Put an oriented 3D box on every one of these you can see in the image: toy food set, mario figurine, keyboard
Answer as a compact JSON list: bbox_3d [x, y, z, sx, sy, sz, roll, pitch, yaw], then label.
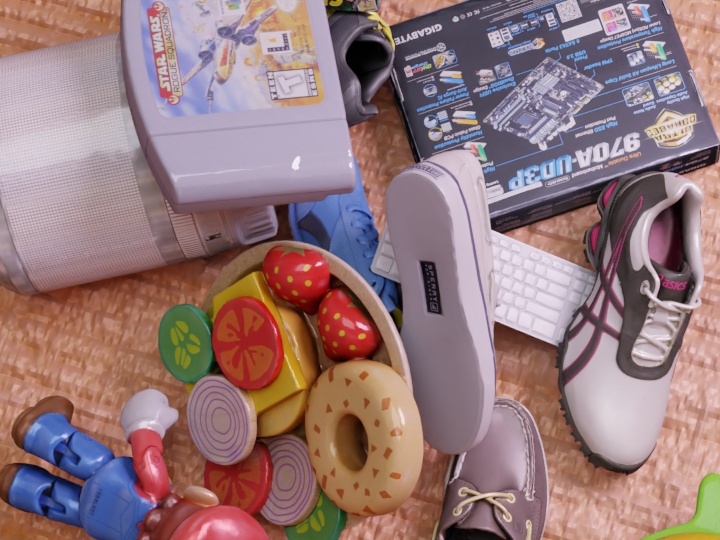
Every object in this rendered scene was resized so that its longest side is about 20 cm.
[{"bbox_3d":[-0.045,0.082,1.449,0.198,0.049,0.200,-32,77,40],"label":"toy food set"},{"bbox_3d":[-0.136,0.160,1.473,0.200,0.124,0.106,27,51,23],"label":"mario figurine"},{"bbox_3d":[0.105,0.011,1.484,0.200,0.011,0.056,22,73,-13],"label":"keyboard"}]

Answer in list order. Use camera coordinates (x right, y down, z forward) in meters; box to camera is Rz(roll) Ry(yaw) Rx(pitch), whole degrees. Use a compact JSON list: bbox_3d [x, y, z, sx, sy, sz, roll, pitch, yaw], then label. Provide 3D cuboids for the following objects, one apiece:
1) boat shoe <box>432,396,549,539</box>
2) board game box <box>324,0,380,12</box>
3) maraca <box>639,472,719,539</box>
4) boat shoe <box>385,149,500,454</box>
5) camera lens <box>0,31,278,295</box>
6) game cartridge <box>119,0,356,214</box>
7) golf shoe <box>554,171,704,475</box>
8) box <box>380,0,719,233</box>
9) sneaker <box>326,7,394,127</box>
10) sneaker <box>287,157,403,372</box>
[{"bbox_3d":[0.080,0.175,1.452,0.072,0.060,0.200,9,75,9],"label":"boat shoe"},{"bbox_3d":[-0.027,-0.243,1.551,0.105,0.023,0.200,2,40,8],"label":"board game box"},{"bbox_3d":[0.216,0.217,1.401,0.137,0.107,0.200,39,81,16],"label":"maraca"},{"bbox_3d":[0.062,0.019,1.431,0.071,0.070,0.200,8,116,37],"label":"boat shoe"},{"bbox_3d":[-0.167,-0.077,1.500,0.200,0.160,0.160,-12,73,2],"label":"camera lens"},{"bbox_3d":[-0.083,-0.132,1.415,0.133,0.042,0.200,-4,64,-14],"label":"game cartridge"},{"bbox_3d":[0.179,0.032,1.456,0.077,0.088,0.200,8,83,-18],"label":"golf shoe"},{"bbox_3d":[0.128,-0.120,1.541,0.200,0.046,0.159,-19,73,0],"label":"box"},{"bbox_3d":[-0.011,-0.157,1.525,0.084,0.075,0.200,-9,48,25],"label":"sneaker"},{"bbox_3d":[0.000,0.000,1.495,0.078,0.066,0.200,-14,73,38],"label":"sneaker"}]
